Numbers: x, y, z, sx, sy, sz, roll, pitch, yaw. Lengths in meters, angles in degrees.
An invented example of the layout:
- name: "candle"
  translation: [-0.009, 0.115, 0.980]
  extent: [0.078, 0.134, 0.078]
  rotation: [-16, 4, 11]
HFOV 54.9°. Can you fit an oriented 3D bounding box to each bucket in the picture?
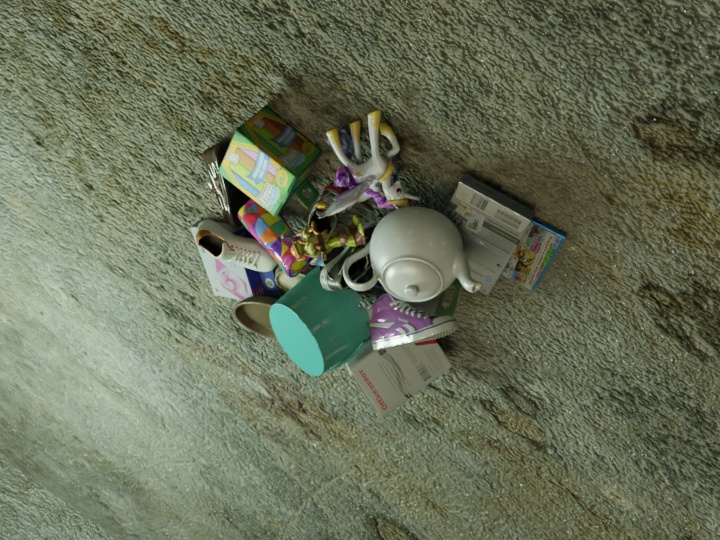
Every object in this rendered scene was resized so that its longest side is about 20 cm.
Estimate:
- name: "bucket"
  translation: [-0.089, 0.112, 1.467]
  extent: [0.206, 0.134, 0.210]
  rotation: [36, 145, 30]

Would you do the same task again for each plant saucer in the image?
- name: "plant saucer"
  translation: [-0.215, 0.118, 1.696]
  extent: [0.195, 0.030, 0.201]
  rotation: [12, 150, 7]

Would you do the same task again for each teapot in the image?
- name: "teapot"
  translation: [0.097, -0.011, 1.308]
  extent: [0.196, 0.148, 0.199]
  rotation: [33, 135, -20]

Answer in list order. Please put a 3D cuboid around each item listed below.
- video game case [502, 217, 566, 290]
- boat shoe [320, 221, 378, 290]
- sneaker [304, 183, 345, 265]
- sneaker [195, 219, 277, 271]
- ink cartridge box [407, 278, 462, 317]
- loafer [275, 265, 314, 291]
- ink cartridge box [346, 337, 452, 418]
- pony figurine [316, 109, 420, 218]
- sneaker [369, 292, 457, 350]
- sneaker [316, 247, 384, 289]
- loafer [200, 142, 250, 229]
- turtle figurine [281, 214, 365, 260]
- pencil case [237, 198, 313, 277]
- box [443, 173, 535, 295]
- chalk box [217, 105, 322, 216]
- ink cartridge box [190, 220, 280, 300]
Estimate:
- name: "video game case"
  translation: [0.284, -0.060, 1.362]
  extent: [0.197, 0.018, 0.145]
  rotation: [29, 130, 8]
- name: "boat shoe"
  translation: [0.002, -0.027, 1.410]
  extent: [0.063, 0.200, 0.071]
  rotation: [3, 132, 45]
- name: "sneaker"
  translation: [-0.090, -0.089, 1.495]
  extent: [0.077, 0.083, 0.202]
  rotation: [24, 131, 8]
- name: "sneaker"
  translation: [-0.283, -0.037, 1.565]
  extent: [0.197, 0.085, 0.074]
  rotation: [24, 117, -15]
- name: "ink cartridge box"
  translation: [0.131, 0.082, 1.455]
  extent: [0.197, 0.147, 0.048]
  rotation: [-12, 127, 33]
- name: "loafer"
  translation: [-0.117, 0.037, 1.606]
  extent: [0.196, 0.068, 0.077]
  rotation: [13, 127, 19]
- name: "ink cartridge box"
  translation: [0.080, 0.204, 1.539]
  extent: [0.198, 0.083, 0.147]
  rotation: [-35, 108, -3]
- name: "pony figurine"
  translation: [0.006, -0.186, 1.350]
  extent: [0.190, 0.166, 0.204]
  rotation: [-17, 99, 26]
- name: "sneaker"
  translation: [0.095, 0.086, 1.360]
  extent: [0.197, 0.072, 0.117]
  rotation: [-14, 78, 34]
- name: "sneaker"
  translation: [0.000, 0.000, 1.517]
  extent: [0.196, 0.067, 0.078]
  rotation: [16, 162, -10]
- name: "loafer"
  translation: [-0.301, -0.190, 1.552]
  extent: [0.070, 0.073, 0.204]
  rotation: [10, 123, 34]
- name: "turtle figurine"
  translation: [-0.071, -0.053, 1.363]
  extent: [0.158, 0.200, 0.066]
  rotation: [-17, 103, -5]
- name: "pencil case"
  translation: [-0.183, -0.077, 1.511]
  extent: [0.201, 0.087, 0.089]
  rotation: [49, 136, 22]
- name: "box"
  translation: [0.226, -0.067, 1.349]
  extent: [0.154, 0.041, 0.202]
  rotation: [29, 130, 8]
- name: "chalk box"
  translation: [-0.168, -0.211, 1.425]
  extent: [0.198, 0.125, 0.124]
  rotation: [36, 132, -2]
- name: "ink cartridge box"
  translation: [-0.301, -0.018, 1.667]
  extent: [0.196, 0.043, 0.200]
  rotation: [8, 125, 34]
